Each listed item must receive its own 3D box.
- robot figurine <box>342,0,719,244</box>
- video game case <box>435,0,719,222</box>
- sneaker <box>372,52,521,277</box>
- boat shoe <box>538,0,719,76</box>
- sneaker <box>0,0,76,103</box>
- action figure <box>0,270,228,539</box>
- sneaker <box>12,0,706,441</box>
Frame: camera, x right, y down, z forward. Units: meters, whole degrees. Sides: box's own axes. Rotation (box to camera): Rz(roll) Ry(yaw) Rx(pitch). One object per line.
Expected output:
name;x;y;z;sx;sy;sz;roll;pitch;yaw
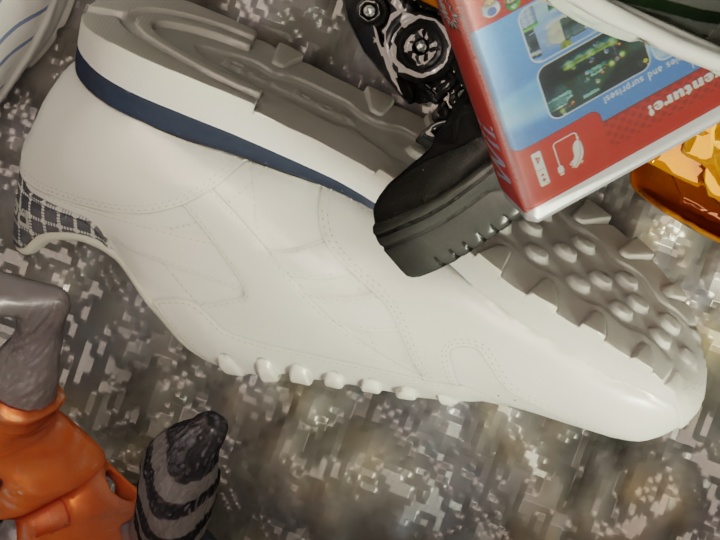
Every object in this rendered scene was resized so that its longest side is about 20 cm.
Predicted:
robot figurine;0.095;-0.074;0.780;0.199;0.058;0.146;29;98;3
video game case;0.069;-0.120;0.640;0.143;0.017;0.201;-29;128;-9
sneaker;0.056;-0.099;0.723;0.200;0.060;0.104;-41;94;5
boat shoe;0.097;-0.064;0.635;0.199;0.067;0.074;4;118;-29
sneaker;-0.129;-0.056;0.795;0.074;0.087;0.201;16;97;7
action figure;-0.055;0.110;0.757;0.104;0.194;0.201;-24;63;0
sneaker;0.000;0.000;0.801;0.199;0.076;0.081;29;111;7
